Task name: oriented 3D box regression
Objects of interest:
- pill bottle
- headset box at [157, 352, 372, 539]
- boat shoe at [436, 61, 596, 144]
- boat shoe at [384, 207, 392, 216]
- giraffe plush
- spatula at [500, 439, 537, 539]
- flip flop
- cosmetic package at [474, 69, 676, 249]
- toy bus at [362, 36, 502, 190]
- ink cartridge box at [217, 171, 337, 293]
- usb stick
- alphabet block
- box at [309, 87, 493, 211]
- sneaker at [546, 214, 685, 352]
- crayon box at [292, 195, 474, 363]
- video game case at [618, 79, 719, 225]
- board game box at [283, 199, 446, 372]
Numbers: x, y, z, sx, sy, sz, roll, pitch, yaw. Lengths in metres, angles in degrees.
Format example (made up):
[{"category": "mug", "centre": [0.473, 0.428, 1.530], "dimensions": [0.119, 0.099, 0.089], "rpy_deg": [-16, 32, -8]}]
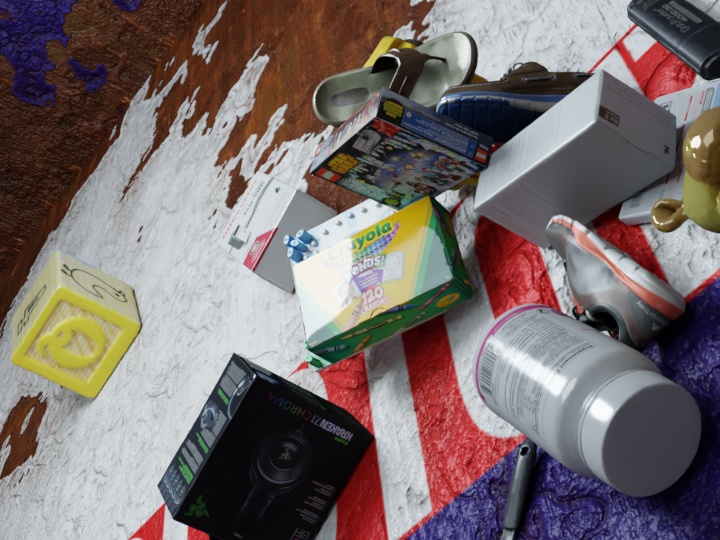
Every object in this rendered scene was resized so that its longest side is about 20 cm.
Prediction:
[{"category": "pill bottle", "centre": [0.188, 0.107, 0.909], "dimensions": [0.114, 0.113, 0.200], "rpy_deg": [-59, 27, 1]}, {"category": "headset box", "centre": [-0.117, 0.229, 1.251], "dimensions": [0.201, 0.174, 0.093], "rpy_deg": [-59, 26, 0]}, {"category": "boat shoe", "centre": [0.181, -0.183, 1.155], "dimensions": [0.072, 0.199, 0.073], "rpy_deg": [96, 178, -57]}, {"category": "boat shoe", "centre": [0.004, 0.012, 1.384], "dimensions": [0.200, 0.065, 0.072], "rpy_deg": [-57, 26, 5]}, {"category": "giraffe plush", "centre": [0.315, -0.069, 0.831], "dimensions": [0.162, 0.172, 0.201], "rpy_deg": [-123, 33, -61]}, {"category": "spatula", "centre": [0.128, 0.249, 0.971], "dimensions": [0.056, 0.021, 0.201], "rpy_deg": [-3, 57, 45]}, {"category": "flip flop", "centre": [0.035, -0.212, 1.182], "dimensions": [0.199, 0.058, 0.082], "rpy_deg": [-12, 76, 18]}, {"category": "cosmetic package", "centre": [0.212, -0.106, 1.072], "dimensions": [0.200, 0.101, 0.074], "rpy_deg": [-37, 33, 51]}, {"category": "toy bus", "centre": [0.113, -0.176, 1.250], "dimensions": [0.192, 0.200, 0.136], "rpy_deg": [21, 82, 56]}, {"category": "ink cartridge box", "centre": [-0.137, -0.065, 1.690], "dimensions": [0.147, 0.083, 0.200], "rpy_deg": [-61, 27, 0]}, {"category": "usb stick", "centre": [0.333, -0.248, 1.098], "dimensions": [0.055, 0.033, 0.200], "rpy_deg": [-31, 32, 7]}, {"category": "alphabet block", "centre": [-0.585, 0.108, 2.183], "dimensions": [0.197, 0.195, 0.200], "rpy_deg": [-57, 27, 10]}, {"category": "box", "centre": [0.041, -0.128, 1.202], "dimensions": [0.200, 0.136, 0.040], "rpy_deg": [-30, 41, 64]}, {"category": "sneaker", "centre": [0.217, 0.012, 0.998], "dimensions": [0.082, 0.077, 0.200], "rpy_deg": [-56, 26, 10]}, {"category": "crayon box", "centre": [0.023, 0.012, 1.249], "dimensions": [0.199, 0.058, 0.119], "rpy_deg": [-27, 55, 21]}, {"category": "video game case", "centre": [0.336, -0.119, 0.988], "dimensions": [0.200, 0.018, 0.144], "rpy_deg": [-10, 54, 58]}, {"category": "board game box", "centre": [0.000, 0.000, 1.327], "dimensions": [0.199, 0.026, 0.201], "rpy_deg": [-26, 55, 21]}]
